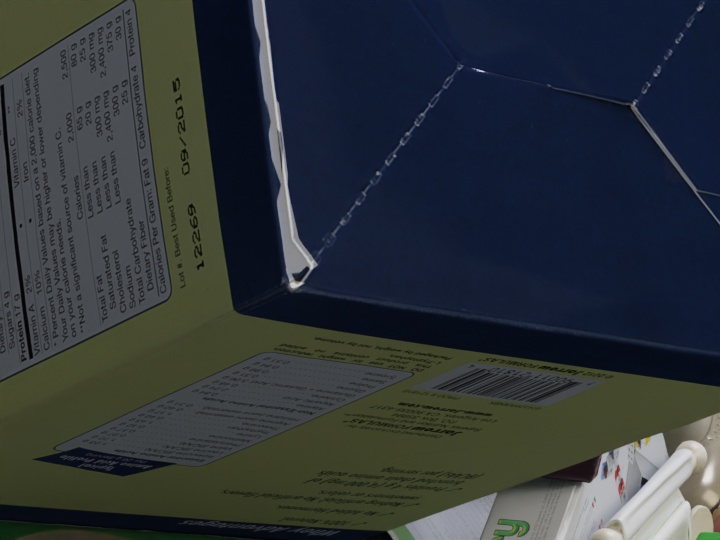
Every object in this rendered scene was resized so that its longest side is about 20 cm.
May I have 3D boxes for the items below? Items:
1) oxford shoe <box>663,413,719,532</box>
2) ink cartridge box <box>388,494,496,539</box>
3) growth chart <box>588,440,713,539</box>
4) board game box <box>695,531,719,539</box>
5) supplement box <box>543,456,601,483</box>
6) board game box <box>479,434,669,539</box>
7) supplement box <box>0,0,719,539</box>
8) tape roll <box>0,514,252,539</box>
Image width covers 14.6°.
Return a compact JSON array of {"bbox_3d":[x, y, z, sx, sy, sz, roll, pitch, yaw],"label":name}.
[{"bbox_3d":[0.128,0.070,1.263,0.075,0.070,0.200,41,12,-13],"label":"oxford shoe"},{"bbox_3d":[0.026,0.092,1.131,0.146,0.048,0.200,54,34,-5],"label":"ink cartridge box"},{"bbox_3d":[0.112,0.173,1.088,0.145,0.018,0.202,-12,104,-67],"label":"growth chart"},{"bbox_3d":[0.137,0.224,1.077,0.153,0.040,0.202,-44,132,-60],"label":"board game box"},{"bbox_3d":[0.000,0.000,1.018,0.198,0.111,0.086,7,45,-5],"label":"supplement box"},{"bbox_3d":[0.078,0.135,1.072,0.201,0.034,0.127,-65,148,-42],"label":"board game box"},{"bbox_3d":[-0.018,-0.016,0.772,0.199,0.199,0.135,10,66,-42],"label":"supplement box"},{"bbox_3d":[-0.085,0.153,0.808,0.200,0.048,0.202,22,57,-38],"label":"tape roll"}]
